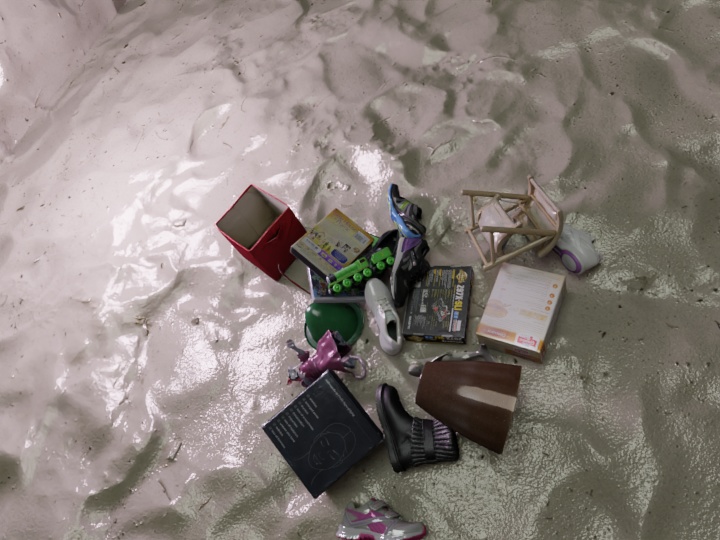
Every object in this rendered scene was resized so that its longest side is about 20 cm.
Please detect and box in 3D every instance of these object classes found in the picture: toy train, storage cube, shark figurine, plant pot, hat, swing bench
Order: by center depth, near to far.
[{"bbox_3d":[0.224,0.268,1.225,0.198,0.187,0.188,15,66,14],"label":"plant pot"},{"bbox_3d":[0.213,0.235,1.356,0.212,0.128,0.090,-11,82,-6],"label":"shark figurine"},{"bbox_3d":[0.371,-0.122,1.418,0.198,0.131,0.200,-12,34,1],"label":"swing bench"},{"bbox_3d":[0.000,0.000,1.467,0.199,0.042,0.057,-26,77,-16],"label":"toy train"},{"bbox_3d":[-0.110,0.101,1.481,0.198,0.176,0.167,0,59,22],"label":"hat"},{"bbox_3d":[-0.279,-0.108,1.669,0.199,0.180,0.171,32,76,32],"label":"storage cube"}]

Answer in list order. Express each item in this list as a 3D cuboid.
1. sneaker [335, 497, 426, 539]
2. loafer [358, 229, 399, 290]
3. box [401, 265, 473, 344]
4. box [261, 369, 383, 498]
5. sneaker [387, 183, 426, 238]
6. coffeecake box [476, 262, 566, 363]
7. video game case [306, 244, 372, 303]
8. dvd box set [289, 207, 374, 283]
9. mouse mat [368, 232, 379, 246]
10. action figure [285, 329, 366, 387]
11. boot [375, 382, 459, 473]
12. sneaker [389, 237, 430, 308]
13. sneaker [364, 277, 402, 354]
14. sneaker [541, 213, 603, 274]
[{"bbox_3d":[0.043,0.535,1.227,0.198,0.081,0.089,-4,61,18],"label":"sneaker"},{"bbox_3d":[0.050,-0.034,1.537,0.068,0.070,0.201,33,57,-5],"label":"loafer"},{"bbox_3d":[0.198,0.084,1.451,0.158,0.049,0.202,1,60,19],"label":"box"},{"bbox_3d":[-0.082,0.366,1.308,0.196,0.124,0.200,-39,81,-3],"label":"box"},{"bbox_3d":[0.128,-0.165,1.620,0.082,0.071,0.201,-19,56,-7],"label":"sneaker"},{"bbox_3d":[0.382,0.097,1.356,0.152,0.073,0.201,15,67,29],"label":"coffeecake box"},{"bbox_3d":[-0.046,0.004,1.539,0.198,0.023,0.184,1,57,-21],"label":"video game case"},{"bbox_3d":[-0.073,-0.068,1.543,0.146,0.029,0.200,38,53,7],"label":"dvd box set"},{"bbox_3d":[-0.038,-0.033,1.637,0.160,0.008,0.201,25,73,31],"label":"mouse mat"},{"bbox_3d":[-0.108,0.238,1.465,0.199,0.149,0.135,-35,43,23],"label":"action figure"},{"bbox_3d":[0.131,0.342,1.304,0.157,0.079,0.213,-22,66,16],"label":"boot"},{"bbox_3d":[0.130,0.000,1.457,0.087,0.076,0.202,2,61,18],"label":"sneaker"},{"bbox_3d":[0.066,0.106,1.439,0.070,0.080,0.202,-15,73,-13],"label":"sneaker"},{"bbox_3d":[0.515,-0.075,1.421,0.099,0.075,0.201,-19,54,-14],"label":"sneaker"}]
